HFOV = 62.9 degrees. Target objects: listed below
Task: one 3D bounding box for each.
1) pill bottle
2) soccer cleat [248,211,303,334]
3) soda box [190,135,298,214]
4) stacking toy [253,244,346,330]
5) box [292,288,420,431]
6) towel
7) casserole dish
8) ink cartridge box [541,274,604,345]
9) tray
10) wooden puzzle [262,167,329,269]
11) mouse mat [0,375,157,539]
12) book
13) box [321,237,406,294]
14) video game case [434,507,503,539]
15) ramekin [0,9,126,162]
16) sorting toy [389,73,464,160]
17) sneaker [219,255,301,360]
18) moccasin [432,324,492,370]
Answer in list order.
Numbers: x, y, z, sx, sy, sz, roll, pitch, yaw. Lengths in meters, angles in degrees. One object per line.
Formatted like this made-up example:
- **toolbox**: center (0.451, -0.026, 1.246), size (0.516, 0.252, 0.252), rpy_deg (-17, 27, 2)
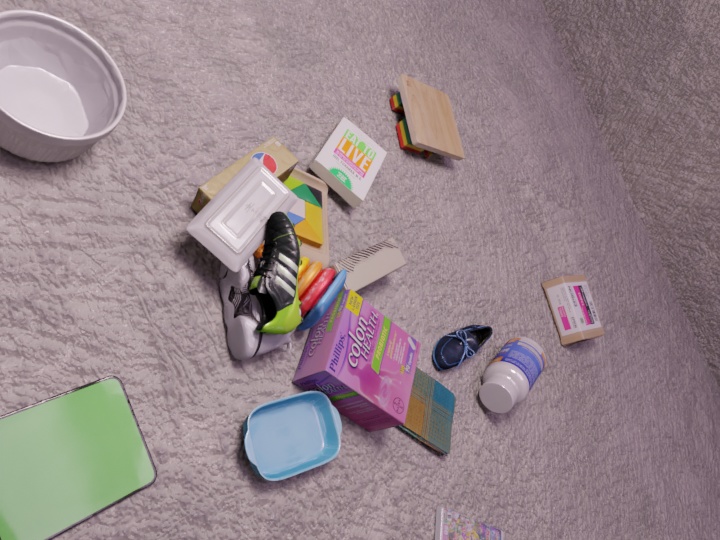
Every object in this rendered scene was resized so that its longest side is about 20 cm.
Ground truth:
- **pill bottle**: center (0.359, 0.250, 1.403), size (0.200, 0.112, 0.112), rpy_deg (-34, 96, -48)
- **soccer cleat**: center (-0.137, 0.002, 0.942), size (0.081, 0.067, 0.201), rpy_deg (1, 82, -41)
- **soda box**: center (-0.202, -0.155, 1.044), size (0.068, 0.064, 0.200), rpy_deg (44, 51, -1)
- **stacking toy**: center (-0.133, 0.000, 1.047), size (0.200, 0.116, 0.110), rpy_deg (37, 51, -4)
- **box**: center (0.000, 0.168, 1.090), size (0.200, 0.097, 0.176), rpy_deg (39, 47, -25)
- **towel**: center (0.120, 0.275, 1.218), size (0.200, 0.022, 0.147), rpy_deg (37, 47, -24)
- **casserole dish**: center (-0.114, 0.270, 0.967), size (0.200, 0.039, 0.122), rpy_deg (-5, 74, -46)
- **ink cartridge box**: center (0.650, 0.117, 1.794), size (0.164, 0.075, 0.201), rpy_deg (-2, 73, -47)
- **tray**: center (-0.186, -0.099, 0.971), size (0.107, 0.022, 0.200), rpy_deg (44, 52, -14)
- **wooden puzzle**: center (-0.131, -0.117, 1.145), size (0.185, 0.037, 0.201), rpy_deg (22, 56, -38)
- **mouse mat**: center (-0.371, 0.238, 0.746), size (0.200, 0.008, 0.161), rpy_deg (-18, 84, -49)
- **book**: center (-0.027, -0.241, 1.298), size (0.134, 0.048, 0.200), rpy_deg (40, 41, -16)
- **box**: center (0.000, 0.000, 1.188), size (0.200, 0.082, 0.069), rpy_deg (-27, 89, -50)
- **video game case**: center (0.218, 0.570, 1.170), size (0.200, 0.018, 0.144), rpy_deg (33, 50, -31)
- **ramekin**: center (-0.450, -0.250, 0.835), size (0.200, 0.105, 0.201), rpy_deg (23, 55, -37)
- **sorting toy**: center (0.170, -0.390, 1.564), size (0.198, 0.069, 0.201), rpy_deg (6, 66, -44)
- **sneaker**: center (-0.170, 0.049, 0.998), size (0.115, 0.075, 0.201), rpy_deg (5, 72, -45)
- **moccasin**: center (0.237, 0.162, 1.355), size (0.200, 0.068, 0.081), rpy_deg (-30, 93, -48)
